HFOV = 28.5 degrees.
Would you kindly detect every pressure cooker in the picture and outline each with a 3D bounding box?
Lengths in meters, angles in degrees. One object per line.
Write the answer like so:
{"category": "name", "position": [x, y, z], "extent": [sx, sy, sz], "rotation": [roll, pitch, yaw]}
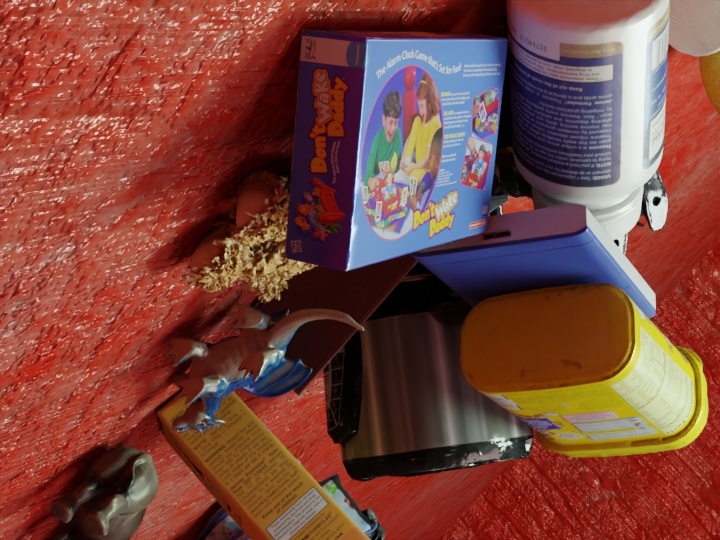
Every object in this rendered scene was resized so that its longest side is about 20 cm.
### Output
{"category": "pressure cooker", "position": [0.057, 0.077, 1.247], "extent": [0.174, 0.202, 0.178], "rotation": [-10, 172, 28]}

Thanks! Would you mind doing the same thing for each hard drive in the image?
{"category": "hard drive", "position": [0.135, 0.004, 1.072], "extent": [0.131, 0.026, 0.200], "rotation": [-8, 159, 23]}

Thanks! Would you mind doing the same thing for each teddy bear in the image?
{"category": "teddy bear", "position": [-0.036, -0.026, 0.973], "extent": [0.145, 0.067, 0.200], "rotation": [-45, 164, 14]}

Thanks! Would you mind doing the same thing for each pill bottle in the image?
{"category": "pill bottle", "position": [0.162, -0.121, 1.013], "extent": [0.111, 0.111, 0.201], "rotation": [-35, 138, -27]}

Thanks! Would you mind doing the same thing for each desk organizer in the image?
{"category": "desk organizer", "position": [0.000, 0.000, 1.110], "extent": [0.200, 0.077, 0.072], "rotation": [-49, 163, 19]}

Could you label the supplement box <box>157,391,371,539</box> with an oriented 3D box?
{"category": "supplement box", "position": [-0.078, 0.176, 1.148], "extent": [0.069, 0.200, 0.067], "rotation": [-41, 165, -20]}

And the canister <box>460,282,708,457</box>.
{"category": "canister", "position": [0.179, 0.082, 1.123], "extent": [0.147, 0.087, 0.200], "rotation": [-8, 157, 25]}

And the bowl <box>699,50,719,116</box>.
{"category": "bowl", "position": [0.385, -0.244, 1.348], "extent": [0.200, 0.108, 0.200], "rotation": [-47, 178, -2]}

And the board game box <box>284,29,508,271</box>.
{"category": "board game box", "position": [0.028, -0.082, 0.899], "extent": [0.200, 0.044, 0.136], "rotation": [-15, 113, -60]}

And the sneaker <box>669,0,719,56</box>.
{"category": "sneaker", "position": [0.339, -0.278, 1.261], "extent": [0.089, 0.075, 0.201], "rotation": [-46, 168, -40]}

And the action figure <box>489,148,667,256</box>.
{"category": "action figure", "position": [0.162, -0.067, 1.188], "extent": [0.130, 0.200, 0.070], "rotation": [-32, 123, -19]}

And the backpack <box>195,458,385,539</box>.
{"category": "backpack", "position": [-0.103, 0.320, 1.561], "extent": [0.200, 0.147, 0.183], "rotation": [-33, 163, -45]}

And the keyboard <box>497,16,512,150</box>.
{"category": "keyboard", "position": [0.142, -0.160, 1.089], "extent": [0.199, 0.039, 0.105], "rotation": [-22, 128, -38]}

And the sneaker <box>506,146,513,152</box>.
{"category": "sneaker", "position": [0.168, -0.154, 1.168], "extent": [0.200, 0.075, 0.089], "rotation": [-35, 153, -52]}

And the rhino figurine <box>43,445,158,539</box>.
{"category": "rhino figurine", "position": [-0.215, 0.208, 1.151], "extent": [0.087, 0.060, 0.200], "rotation": [-44, 172, -40]}

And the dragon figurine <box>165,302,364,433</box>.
{"category": "dragon figurine", "position": [-0.077, 0.063, 1.056], "extent": [0.199, 0.059, 0.099], "rotation": [-28, 164, 19]}
